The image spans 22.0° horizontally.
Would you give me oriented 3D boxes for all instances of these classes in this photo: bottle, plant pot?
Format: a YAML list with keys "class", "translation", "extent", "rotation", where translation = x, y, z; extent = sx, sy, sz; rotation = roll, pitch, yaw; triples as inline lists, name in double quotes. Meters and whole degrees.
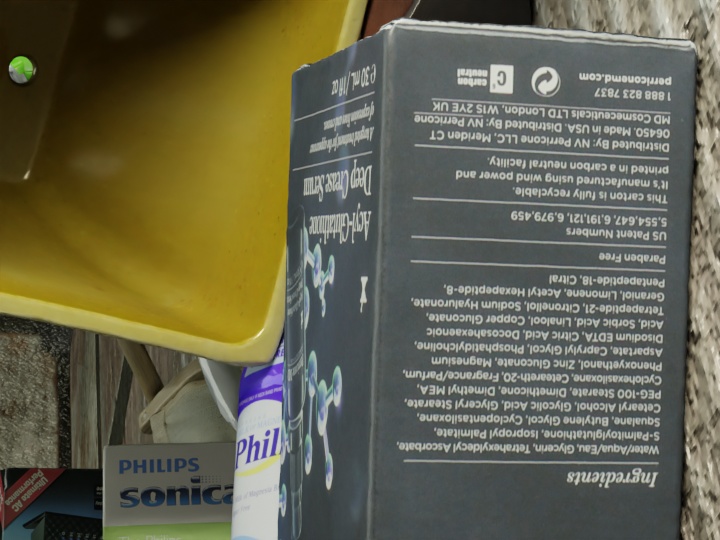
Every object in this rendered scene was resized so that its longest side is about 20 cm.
- class: "bottle"
  translation: [-0.012, 0.060, 0.775]
  extent: [0.083, 0.065, 0.201]
  rotation: [-17, 62, 39]
- class: "plant pot"
  translation: [-0.140, -0.087, 0.785]
  extent: [0.200, 0.195, 0.195]
  rotation: [18, 94, 58]

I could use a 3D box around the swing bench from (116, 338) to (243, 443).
- class: "swing bench"
  translation: [-0.100, 0.153, 1.190]
  extent: [0.200, 0.129, 0.199]
  rotation: [98, 166, -47]

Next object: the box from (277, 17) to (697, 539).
- class: "box"
  translation: [0.037, 0.024, 0.643]
  extent: [0.148, 0.107, 0.201]
  rotation: [180, 92, -76]

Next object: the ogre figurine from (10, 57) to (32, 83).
- class: "ogre figurine"
  translation: [-0.143, -0.168, 1.096]
  extent: [0.098, 0.199, 0.120]
  rotation: [98, 172, -61]

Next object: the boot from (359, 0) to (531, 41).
- class: "boot"
  translation: [0.014, -0.148, 0.821]
  extent: [0.200, 0.068, 0.189]
  rotation: [-122, 38, -59]

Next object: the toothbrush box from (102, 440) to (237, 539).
- class: "toothbrush box"
  translation: [-0.052, 0.190, 0.904]
  extent: [0.086, 0.145, 0.201]
  rotation: [104, 163, -67]

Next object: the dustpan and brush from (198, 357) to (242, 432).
- class: "dustpan and brush"
  translation: [-0.090, -0.001, 0.986]
  extent: [0.200, 0.057, 0.140]
  rotation: [55, 173, 20]

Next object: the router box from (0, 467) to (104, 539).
- class: "router box"
  translation: [-0.101, 0.183, 1.002]
  extent: [0.062, 0.199, 0.151]
  rotation: [153, 118, -75]
